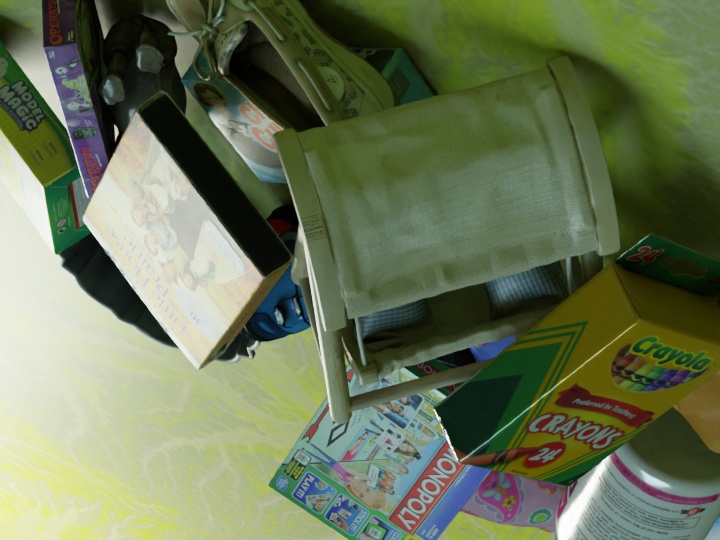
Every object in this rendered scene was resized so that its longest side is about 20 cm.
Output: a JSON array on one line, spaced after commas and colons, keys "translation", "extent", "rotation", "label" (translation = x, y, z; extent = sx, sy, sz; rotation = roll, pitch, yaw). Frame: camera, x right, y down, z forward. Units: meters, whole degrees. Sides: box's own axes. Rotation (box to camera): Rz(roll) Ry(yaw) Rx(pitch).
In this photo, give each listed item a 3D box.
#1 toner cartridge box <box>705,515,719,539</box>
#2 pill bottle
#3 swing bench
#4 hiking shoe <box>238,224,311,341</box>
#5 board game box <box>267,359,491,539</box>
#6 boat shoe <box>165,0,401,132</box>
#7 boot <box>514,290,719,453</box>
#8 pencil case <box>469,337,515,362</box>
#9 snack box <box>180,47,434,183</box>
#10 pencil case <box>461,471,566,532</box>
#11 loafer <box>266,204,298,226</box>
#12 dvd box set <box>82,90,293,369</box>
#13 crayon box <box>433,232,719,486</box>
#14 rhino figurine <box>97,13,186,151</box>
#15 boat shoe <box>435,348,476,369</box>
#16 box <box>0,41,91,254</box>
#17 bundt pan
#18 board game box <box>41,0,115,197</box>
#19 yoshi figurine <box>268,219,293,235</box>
[{"translation": [0.254, 0.202, 1.990], "extent": [0.095, 0.043, 0.200], "rotation": [37, 154, -17], "label": "toner cartridge box"}, {"translation": [0.215, 0.178, 1.842], "extent": [0.113, 0.114, 0.201], "rotation": [26, 137, 7], "label": "pill bottle"}, {"translation": [0.057, -0.018, 1.569], "extent": [0.197, 0.131, 0.200], "rotation": [-15, 153, -6], "label": "swing bench"}, {"translation": [0.000, 0.000, 1.712], "extent": [0.087, 0.199, 0.075], "rotation": [-120, 6, -64], "label": "hiking shoe"}, {"translation": [0.025, 0.140, 1.834], "extent": [0.134, 0.029, 0.200], "rotation": [34, 135, 1], "label": "board game box"}, {"translation": [-0.063, -0.144, 1.612], "extent": [0.200, 0.063, 0.074], "rotation": [36, 139, 18], "label": "boat shoe"}, {"translation": [0.222, 0.077, 1.701], "extent": [0.200, 0.071, 0.145], "rotation": [-9, 129, 23], "label": "boot"}, {"translation": [0.127, 0.055, 1.801], "extent": [0.078, 0.087, 0.200], "rotation": [26, 159, 37], "label": "pencil case"}, {"translation": [-0.023, -0.108, 1.711], "extent": [0.199, 0.037, 0.116], "rotation": [5, 144, 43], "label": "snack box"}, {"translation": [0.098, 0.156, 1.950], "extent": [0.199, 0.088, 0.087], "rotation": [20, 165, -37], "label": "pencil case"}, {"translation": [-0.011, 0.030, 1.921], "extent": [0.200, 0.071, 0.068], "rotation": [43, 155, -26], "label": "loafer"}, {"translation": [-0.124, -0.024, 1.666], "extent": [0.147, 0.029, 0.200], "rotation": [53, 154, 5], "label": "dvd box set"}, {"translation": [0.162, 0.063, 1.586], "extent": [0.200, 0.051, 0.126], "rotation": [-42, 145, 27], "label": "crayon box"}, {"translation": [-0.155, -0.097, 1.772], "extent": [0.059, 0.088, 0.201], "rotation": [-4, 123, 1], "label": "rhino figurine"}, {"translation": [0.090, 0.071, 1.887], "extent": [0.069, 0.067, 0.200], "rotation": [13, 175, 28], "label": "boat shoe"}, {"translation": [-0.280, -0.120, 1.889], "extent": [0.200, 0.048, 0.118], "rotation": [50, 161, 20], "label": "box"}, {"translation": [-0.154, -0.012, 1.992], "extent": [0.201, 0.076, 0.202], "rotation": [25, 156, 12], "label": "bundt pan"}, {"translation": [-0.203, -0.154, 1.730], "extent": [0.032, 0.121, 0.200], "rotation": [-10, 150, -2], "label": "board game box"}, {"translation": [-0.048, 0.017, 1.812], "extent": [0.199, 0.113, 0.113], "rotation": [-16, 110, 12], "label": "yoshi figurine"}]
